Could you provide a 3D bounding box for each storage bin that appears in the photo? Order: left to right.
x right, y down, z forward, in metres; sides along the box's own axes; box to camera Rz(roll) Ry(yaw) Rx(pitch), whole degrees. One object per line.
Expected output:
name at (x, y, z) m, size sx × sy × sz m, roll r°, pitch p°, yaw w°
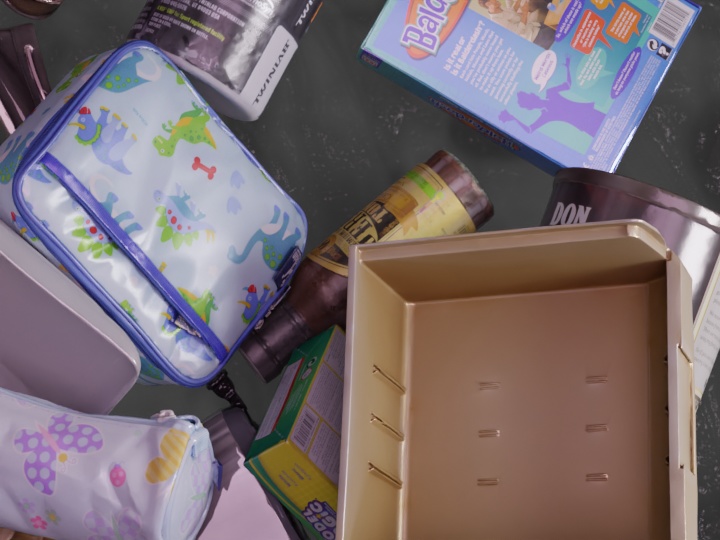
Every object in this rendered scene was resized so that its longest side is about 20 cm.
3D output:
storage bin at (0.096, 0.086, 1.016) m, size 0.196 × 0.094 × 0.202 m, roll -5°, pitch 69°, yaw 21°

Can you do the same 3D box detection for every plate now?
plate at (-0.234, 0.026, 1.090) m, size 0.200 × 0.200 × 0.032 m, roll 41°, pitch 55°, yaw -1°

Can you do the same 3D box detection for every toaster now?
toaster at (-0.097, 0.181, 1.122) m, size 0.128 × 0.114 × 0.201 m, roll -29°, pitch 90°, yaw -5°

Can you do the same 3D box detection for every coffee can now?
coffee can at (0.165, 0.052, 1.139) m, size 0.145 × 0.146 × 0.202 m, roll 22°, pitch 85°, yaw -4°

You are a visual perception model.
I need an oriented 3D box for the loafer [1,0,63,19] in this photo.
loafer at (-0.197, -0.269, 1.151) m, size 0.072 × 0.071 × 0.202 m, roll 20°, pitch 84°, yaw -30°

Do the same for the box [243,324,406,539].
box at (0.019, 0.146, 1.118) m, size 0.200 × 0.048 × 0.118 m, roll 46°, pitch 38°, yaw -18°

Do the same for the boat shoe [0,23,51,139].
boat shoe at (-0.201, -0.074, 1.149) m, size 0.057 × 0.067 × 0.201 m, roll -30°, pitch 93°, yaw -14°

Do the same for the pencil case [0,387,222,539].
pencil case at (-0.188, 0.119, 1.043) m, size 0.198 × 0.083 × 0.092 m, roll 9°, pitch 115°, yaw 14°

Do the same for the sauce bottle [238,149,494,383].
sauce bottle at (0.000, 0.000, 1.167) m, size 0.199 × 0.065 × 0.065 m, roll -40°, pitch 91°, yaw -8°

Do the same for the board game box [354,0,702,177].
board game box at (0.118, -0.167, 1.199) m, size 0.199 × 0.045 × 0.153 m, roll 31°, pitch 84°, yaw -3°

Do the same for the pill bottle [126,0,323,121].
pill bottle at (-0.068, -0.212, 1.152) m, size 0.105 × 0.106 × 0.202 m, roll 29°, pitch 83°, yaw -3°

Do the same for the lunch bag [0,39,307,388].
lunch bag at (-0.138, -0.031, 1.104) m, size 0.201 × 0.082 × 0.161 m, roll 51°, pitch 60°, yaw -23°

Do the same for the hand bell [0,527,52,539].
hand bell at (-0.308, 0.144, 1.128) m, size 0.199 × 0.104 × 0.105 m, roll 29°, pitch 84°, yaw 9°
